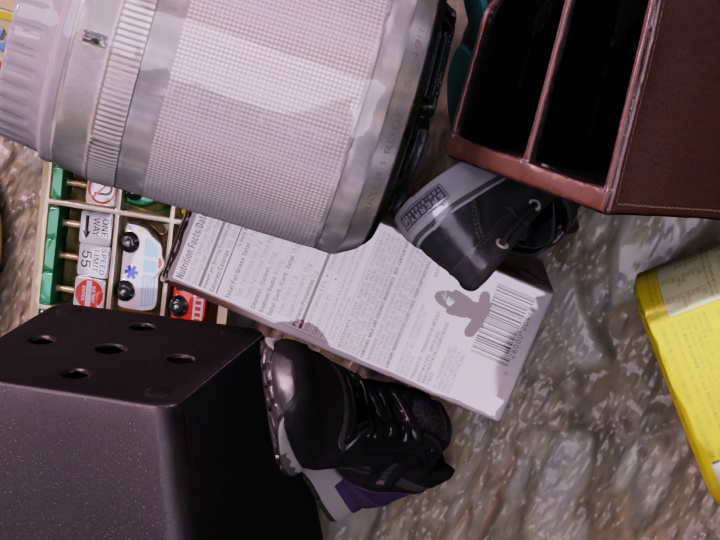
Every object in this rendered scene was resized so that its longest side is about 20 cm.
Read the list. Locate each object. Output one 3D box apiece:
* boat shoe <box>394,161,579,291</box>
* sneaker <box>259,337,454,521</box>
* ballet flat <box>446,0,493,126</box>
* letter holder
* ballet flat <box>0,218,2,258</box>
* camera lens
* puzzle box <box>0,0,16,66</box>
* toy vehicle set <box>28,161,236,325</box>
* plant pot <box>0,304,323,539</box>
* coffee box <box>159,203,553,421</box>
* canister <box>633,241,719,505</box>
[{"bbox_3d":[0.085,-0.034,0.993,0.057,0.200,0.069,51,123,9],"label":"boat shoe"},{"bbox_3d":[0.003,0.078,1.031,0.087,0.200,0.077,-12,68,8],"label":"sneaker"},{"bbox_3d":[0.084,-0.118,0.998,0.063,0.200,0.068,-21,66,-9],"label":"ballet flat"},{"bbox_3d":[0.154,-0.107,0.931,0.100,0.199,0.144,23,104,38],"label":"letter holder"},{"bbox_3d":[-0.262,0.029,1.133,0.068,0.063,0.202,12,98,9],"label":"ballet flat"},{"bbox_3d":[-0.062,-0.106,0.912,0.198,0.160,0.162,16,100,-5],"label":"camera lens"},{"bbox_3d":[-0.156,-0.164,1.014,0.132,0.025,0.202,15,119,5],"label":"puzzle box"},{"bbox_3d":[-0.134,-0.002,1.123,0.123,0.027,0.203,8,98,10],"label":"toy vehicle set"},{"bbox_3d":[-0.135,0.126,1.028,0.197,0.200,0.180,7,106,17],"label":"plant pot"},{"bbox_3d":[0.000,0.000,1.039,0.198,0.114,0.080,23,98,0],"label":"coffee box"},{"bbox_3d":[0.265,0.032,1.022,0.198,0.087,0.150,-22,92,14],"label":"canister"}]
